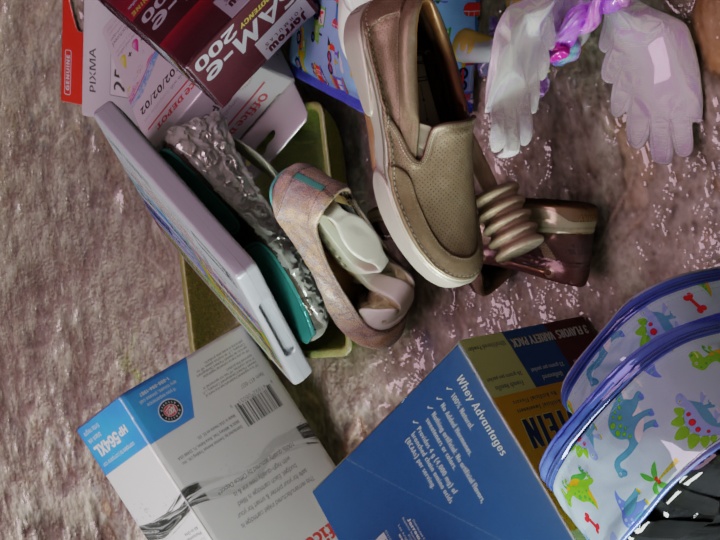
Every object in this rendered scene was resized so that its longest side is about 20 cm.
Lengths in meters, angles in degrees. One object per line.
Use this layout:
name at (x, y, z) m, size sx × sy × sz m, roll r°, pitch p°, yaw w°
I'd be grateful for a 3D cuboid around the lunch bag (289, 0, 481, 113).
lunch bag at (-0.002, -0.210, 1.476) m, size 0.200 × 0.094 × 0.151 m, roll 27°, pitch 117°, yaw 51°

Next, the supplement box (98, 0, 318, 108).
supplement box at (-0.135, -0.221, 1.505) m, size 0.109 × 0.061 × 0.200 m, roll -47°, pitch 50°, yaw -3°

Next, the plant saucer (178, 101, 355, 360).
plant saucer at (-0.070, -0.028, 1.592) m, size 0.200 × 0.048 × 0.200 m, roll -5°, pitch 92°, yaw 46°

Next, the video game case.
video game case at (-0.120, -0.020, 1.510) m, size 0.200 × 0.022 × 0.182 m, roll 47°, pitch 170°, yaw 30°

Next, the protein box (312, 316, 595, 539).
protein box at (0.106, 0.175, 1.374) m, size 0.200 × 0.135 × 0.199 m, roll -48°, pitch 62°, yaw 39°

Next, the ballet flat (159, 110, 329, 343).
ballet flat at (-0.073, -0.039, 1.499) m, size 0.072 × 0.072 × 0.200 m, roll -27°, pitch 104°, yaw 45°

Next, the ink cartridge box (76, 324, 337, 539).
ink cartridge box at (-0.106, 0.167, 1.552) m, size 0.084 × 0.146 × 0.200 m, roll -35°, pitch 86°, yaw 46°

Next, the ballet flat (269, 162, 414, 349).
ballet flat at (0.000, 0.000, 1.442) m, size 0.067 × 0.200 × 0.068 m, roll 16°, pitch 65°, yaw 41°

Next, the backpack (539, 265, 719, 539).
backpack at (0.209, 0.093, 1.209) m, size 0.147 × 0.200 × 0.183 m, roll 54°, pitch 130°, yaw 26°

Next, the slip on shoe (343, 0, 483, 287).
slip on shoe at (0.048, -0.087, 1.294) m, size 0.061 × 0.076 × 0.200 m, roll -12°, pitch 93°, yaw 44°

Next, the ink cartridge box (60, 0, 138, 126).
ink cartridge box at (-0.228, -0.236, 1.730) m, size 0.174 × 0.044 × 0.200 m, roll 13°, pitch 105°, yaw 43°

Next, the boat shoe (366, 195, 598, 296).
boat shoe at (0.085, -0.017, 1.418) m, size 0.200 × 0.072 × 0.072 m, roll 3°, pitch 97°, yaw 40°

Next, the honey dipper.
honey dipper at (0.070, -0.103, 1.353) m, size 0.038 × 0.038 × 0.200 m, roll -33°, pitch 76°, yaw 44°

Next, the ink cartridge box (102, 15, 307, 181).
ink cartridge box at (-0.127, -0.160, 1.566) m, size 0.115 × 0.068 × 0.200 m, roll -47°, pitch 46°, yaw 25°

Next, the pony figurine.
pony figurine at (0.135, -0.172, 1.300) m, size 0.200 × 0.167 × 0.193 m, roll 17°, pitch 106°, yaw 61°

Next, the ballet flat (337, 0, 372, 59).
ballet flat at (0.029, -0.231, 1.320) m, size 0.069 × 0.069 × 0.200 m, roll 45°, pitch 111°, yaw 32°
